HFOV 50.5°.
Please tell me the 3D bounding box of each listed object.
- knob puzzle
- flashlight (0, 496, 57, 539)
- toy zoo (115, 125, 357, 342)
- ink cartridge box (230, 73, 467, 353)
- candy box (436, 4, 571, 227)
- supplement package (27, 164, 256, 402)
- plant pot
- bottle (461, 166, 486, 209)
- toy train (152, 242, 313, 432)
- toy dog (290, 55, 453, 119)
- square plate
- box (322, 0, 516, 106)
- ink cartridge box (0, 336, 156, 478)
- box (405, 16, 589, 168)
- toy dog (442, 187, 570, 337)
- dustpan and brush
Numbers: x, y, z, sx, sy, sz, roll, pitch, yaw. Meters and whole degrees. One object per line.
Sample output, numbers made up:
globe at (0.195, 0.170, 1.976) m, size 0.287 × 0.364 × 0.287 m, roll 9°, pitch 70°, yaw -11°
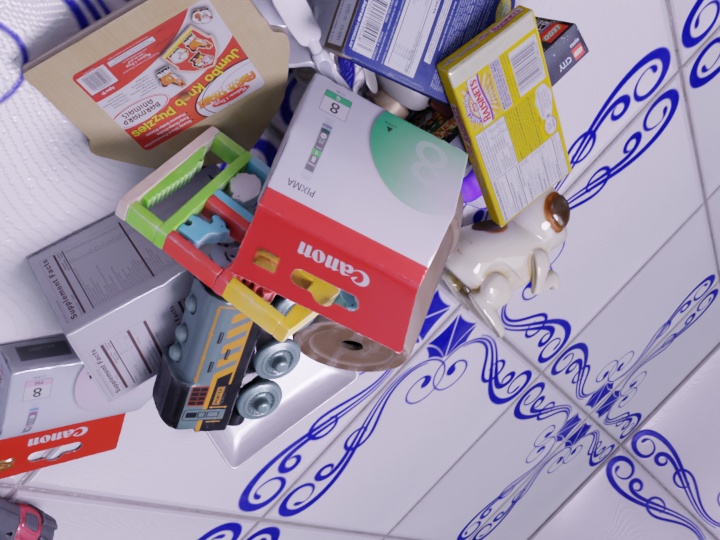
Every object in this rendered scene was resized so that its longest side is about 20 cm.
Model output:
knob puzzle at (-0.150, -0.158, 0.651) m, size 0.217 × 0.031 × 0.221 m, roll -18°, pitch 150°, yaw -11°
flashlight at (-0.412, 0.263, 0.818) m, size 0.068 × 0.067 × 0.201 m, roll -58°, pitch 146°, yaw -20°
toy zoo at (-0.084, -0.027, 0.638) m, size 0.131 × 0.199 × 0.021 m, roll -51°, pitch 178°, yaw -44°
ink cartridge box at (-0.002, -0.054, 0.644) m, size 0.159 × 0.202 × 0.050 m, roll 26°, pitch 143°, yaw -12°
candy box at (0.148, -0.145, 0.753) m, size 0.102 × 0.026 × 0.201 m, roll -35°, pitch 132°, yaw -7°
supplement package at (-0.189, 0.009, 0.730) m, size 0.199 × 0.114 × 0.110 m, roll -30°, pitch 143°, yaw -18°
plant pot at (0.000, 0.000, 0.774) m, size 0.197 × 0.176 × 0.201 m, roll 7°, pitch 152°, yaw 4°
bottle at (0.138, -0.122, 0.931) m, size 0.084 × 0.065 × 0.199 m, roll -48°, pitch 162°, yaw 16°
toy train at (-0.116, 0.062, 0.694) m, size 0.113 × 0.085 × 0.202 m, roll 3°, pitch 123°, yaw -35°
toy dog at (0.037, -0.207, 0.750) m, size 0.199 × 0.096 × 0.133 m, roll 8°, pitch 121°, yaw -49°
square plate at (-0.122, 0.108, 0.920) m, size 0.199 × 0.028 × 0.200 m, roll -34°, pitch 117°, yaw -13°
box at (0.060, -0.223, 0.681) m, size 0.199 × 0.032 × 0.123 m, roll 9°, pitch 104°, yaw -48°
ink cartridge box at (-0.309, 0.156, 0.821) m, size 0.161 × 0.057 × 0.202 m, roll -7°, pitch 127°, yaw -41°
box at (0.128, -0.192, 0.823) m, size 0.200 × 0.137 × 0.038 m, roll -44°, pitch 121°, yaw -1°
toy dog at (0.210, -0.041, 1.095) m, size 0.199 × 0.139 × 0.195 m, roll -39°, pitch 109°, yaw -5°
dustpan and brush at (-0.046, -0.209, 0.662) m, size 0.138 × 0.058 × 0.200 m, roll -26°, pitch 147°, yaw 9°
